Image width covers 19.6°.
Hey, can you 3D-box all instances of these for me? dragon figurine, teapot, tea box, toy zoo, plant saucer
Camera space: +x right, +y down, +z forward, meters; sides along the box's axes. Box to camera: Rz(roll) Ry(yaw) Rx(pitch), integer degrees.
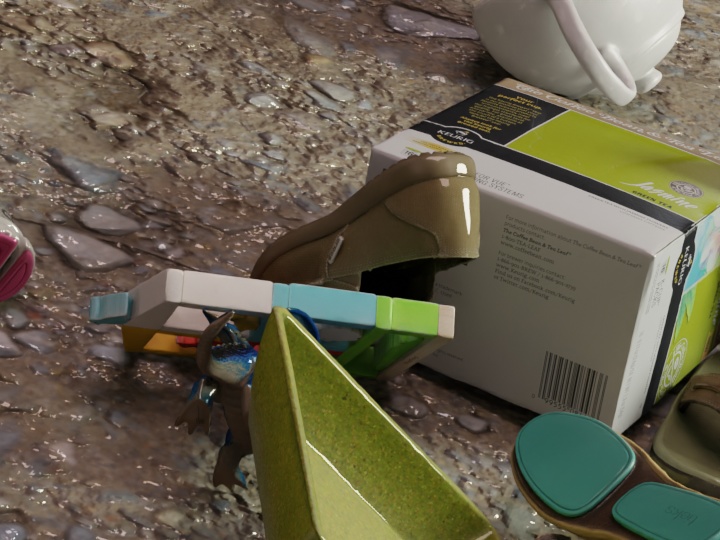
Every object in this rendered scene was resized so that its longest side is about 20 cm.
[{"bbox_3d":[-0.057,0.053,1.134,0.058,0.201,0.100,-1,53,19],"label":"dragon figurine"},{"bbox_3d":[0.199,-0.210,1.739,0.200,0.197,0.147,-39,95,-25],"label":"teapot"},{"bbox_3d":[0.125,-0.014,1.338,0.199,0.135,0.196,22,29,25],"label":"tea box"},{"bbox_3d":[-0.059,0.032,1.208,0.198,0.021,0.131,7,-16,-14],"label":"toy zoo"},{"bbox_3d":[0.011,0.141,1.021,0.200,0.048,0.201,47,15,-28],"label":"plant saucer"}]

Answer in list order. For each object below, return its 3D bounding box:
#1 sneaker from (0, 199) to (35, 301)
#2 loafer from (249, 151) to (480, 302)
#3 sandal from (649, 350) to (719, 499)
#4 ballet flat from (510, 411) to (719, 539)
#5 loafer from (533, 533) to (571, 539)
[{"bbox_3d":[-0.296,-0.034,1.248,0.198,0.074,0.088,10,28,-21],"label":"sneaker"},{"bbox_3d":[0.000,0.000,1.238,0.075,0.200,0.068,2,62,-36],"label":"loafer"},{"bbox_3d":[0.229,0.087,1.300,0.079,0.058,0.201,18,28,6],"label":"sandal"},{"bbox_3d":[0.146,0.137,1.128,0.068,0.063,0.200,-35,27,-12],"label":"ballet flat"},{"bbox_3d":[0.147,0.191,1.063,0.071,0.063,0.200,-1,32,-29],"label":"loafer"}]
